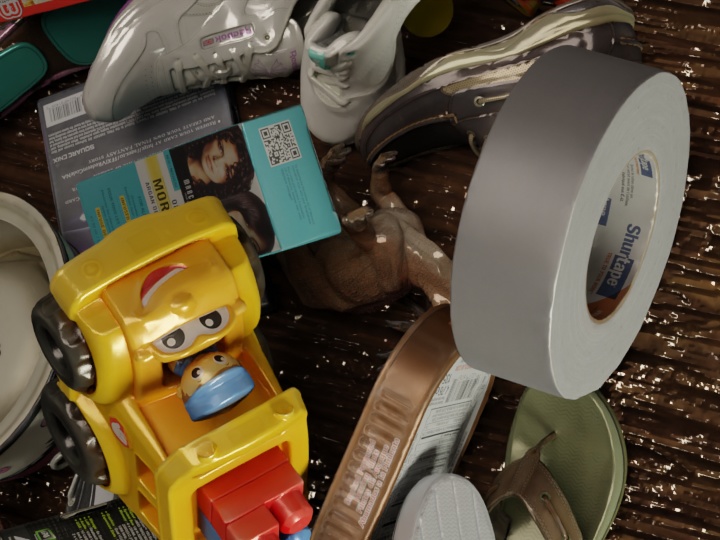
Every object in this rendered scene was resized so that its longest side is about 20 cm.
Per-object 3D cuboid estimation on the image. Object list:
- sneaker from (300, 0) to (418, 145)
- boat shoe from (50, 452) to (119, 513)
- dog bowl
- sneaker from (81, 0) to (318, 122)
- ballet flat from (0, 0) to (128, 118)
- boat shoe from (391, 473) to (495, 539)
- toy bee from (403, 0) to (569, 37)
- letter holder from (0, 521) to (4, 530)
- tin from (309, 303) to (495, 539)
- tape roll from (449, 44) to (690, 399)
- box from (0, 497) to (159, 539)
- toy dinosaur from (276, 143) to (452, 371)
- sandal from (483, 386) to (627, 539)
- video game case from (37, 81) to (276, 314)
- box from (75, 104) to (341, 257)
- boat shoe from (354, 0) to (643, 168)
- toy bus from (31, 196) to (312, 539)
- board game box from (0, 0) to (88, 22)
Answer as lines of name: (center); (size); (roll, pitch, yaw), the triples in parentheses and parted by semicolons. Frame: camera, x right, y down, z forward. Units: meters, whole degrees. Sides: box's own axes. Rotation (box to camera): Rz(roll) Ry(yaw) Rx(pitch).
sneaker: (-0.010, -0.144, 1.429); (0.075, 0.200, 0.088); (36, 48, 10)
boat shoe: (-0.159, 0.133, 1.480); (0.068, 0.073, 0.200); (11, 92, 41)
dog bowl: (-0.250, 0.052, 1.515); (0.200, 0.074, 0.201); (-14, 64, 30)
sneaker: (-0.095, -0.156, 1.509); (0.200, 0.075, 0.100); (-39, 71, -10)
ballet flat: (-0.219, -0.166, 1.587); (0.200, 0.069, 0.071); (-30, 37, 8)
boat shoe: (0.035, 0.222, 1.350); (0.071, 0.072, 0.201); (-9, 77, 56)
toy bee: (0.082, -0.196, 1.464); (0.131, 0.109, 0.200); (-39, 41, 16)
letter holder: (-0.282, 0.248, 1.431); (0.142, 0.100, 0.201); (35, 124, 24)
tin: (0.025, 0.117, 1.373); (0.042, 0.112, 0.201); (29, 103, 25)
tape roll: (0.126, -0.028, 1.335); (0.066, 0.200, 0.201); (17, 83, 24)
box: (-0.104, 0.226, 1.374); (0.200, 0.193, 0.048); (58, 138, 24)
toy dinosaur: (0.000, 0.000, 1.450); (0.200, 0.136, 0.086); (9, 36, 44)
sandal: (0.105, 0.159, 1.371); (0.080, 0.057, 0.202); (13, 84, 28)
video game case: (-0.141, -0.047, 1.546); (0.142, 0.019, 0.201); (-18, 71, 17)
box: (-0.099, -0.040, 1.425); (0.200, 0.049, 0.083); (-15, 94, 52)
boat shoe: (0.088, -0.104, 1.440); (0.199, 0.074, 0.074); (-26, 73, 20)
toy bus: (-0.090, 0.088, 1.318); (0.135, 0.200, 0.192); (-26, 57, -20)
board game box: (-0.149, -0.244, 1.537); (0.199, 0.046, 0.152); (-11, 33, 21)
